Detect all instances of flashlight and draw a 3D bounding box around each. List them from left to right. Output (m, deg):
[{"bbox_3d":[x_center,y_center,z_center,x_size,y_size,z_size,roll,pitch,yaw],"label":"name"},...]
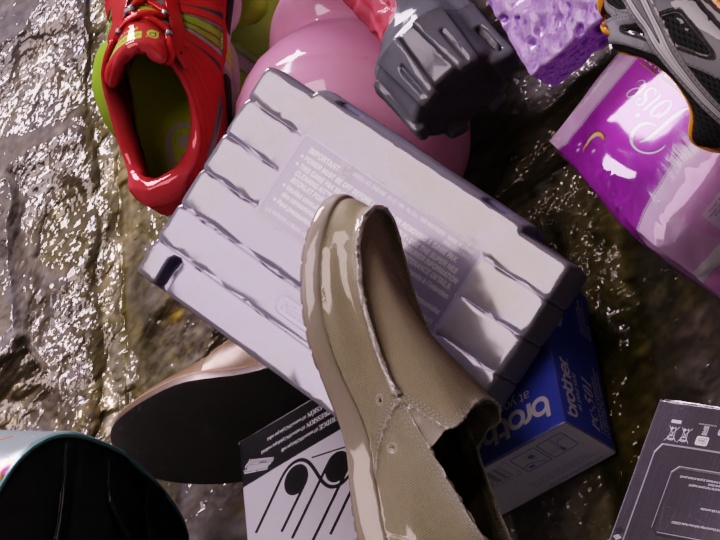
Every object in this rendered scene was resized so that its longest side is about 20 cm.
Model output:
[{"bbox_3d":[-0.006,-0.142,1.389,0.200,0.068,0.068,53,142,34],"label":"flashlight"}]

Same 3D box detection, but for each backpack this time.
[{"bbox_3d":[-0.185,0.180,1.429,0.153,0.176,0.200,6,65,44],"label":"backpack"}]

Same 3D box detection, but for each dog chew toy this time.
[{"bbox_3d":[0.003,-0.110,1.476,0.125,0.125,0.200,-22,42,36],"label":"dog chew toy"}]

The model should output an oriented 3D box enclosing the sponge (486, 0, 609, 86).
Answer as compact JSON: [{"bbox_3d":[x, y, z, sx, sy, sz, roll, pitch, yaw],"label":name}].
[{"bbox_3d":[0.133,-0.189,1.311,0.200,0.030,0.112,-38,63,23],"label":"sponge"}]

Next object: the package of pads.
[{"bbox_3d":[0.188,-0.096,1.299,0.200,0.076,0.121,-51,36,8],"label":"package of pads"}]

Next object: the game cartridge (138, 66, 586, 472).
[{"bbox_3d":[0.000,0.000,1.344,0.200,0.038,0.130,35,90,28],"label":"game cartridge"}]

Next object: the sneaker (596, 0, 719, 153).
[{"bbox_3d":[0.131,-0.137,1.245,0.077,0.078,0.200,-54,54,31],"label":"sneaker"}]

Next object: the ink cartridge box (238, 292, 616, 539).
[{"bbox_3d":[0.029,0.087,1.368,0.200,0.044,0.094,-32,47,28],"label":"ink cartridge box"}]

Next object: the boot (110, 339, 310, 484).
[{"bbox_3d":[-0.042,0.051,1.461,0.200,0.074,0.075,-25,33,25],"label":"boot"}]

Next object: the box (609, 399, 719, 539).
[{"bbox_3d":[0.186,0.143,1.161,0.200,0.048,0.158,5,69,48],"label":"box"}]

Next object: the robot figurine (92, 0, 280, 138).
[{"bbox_3d":[-0.078,-0.139,1.567,0.175,0.116,0.200,123,171,-67],"label":"robot figurine"}]

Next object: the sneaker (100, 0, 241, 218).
[{"bbox_3d":[-0.103,-0.125,1.447,0.077,0.085,0.200,-10,89,17],"label":"sneaker"}]

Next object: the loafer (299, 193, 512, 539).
[{"bbox_3d":[0.026,0.058,1.263,0.068,0.076,0.200,-16,81,20],"label":"loafer"}]
